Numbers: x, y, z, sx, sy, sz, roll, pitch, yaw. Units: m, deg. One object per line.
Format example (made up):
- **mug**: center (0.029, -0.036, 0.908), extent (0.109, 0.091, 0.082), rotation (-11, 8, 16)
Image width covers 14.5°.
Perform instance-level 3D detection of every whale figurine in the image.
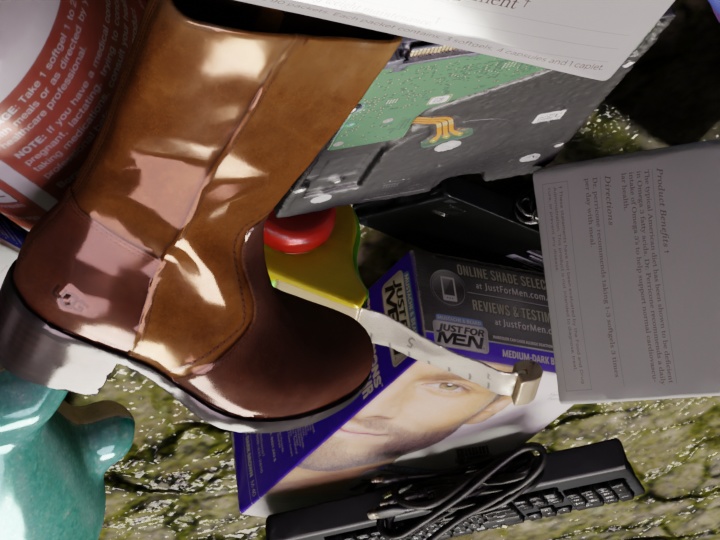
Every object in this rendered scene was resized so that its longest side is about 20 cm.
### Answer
- **whale figurine**: center (-0.185, 0.109, 1.434), extent (0.158, 0.104, 0.200), rotation (-11, 156, -19)

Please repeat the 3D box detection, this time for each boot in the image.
- **boot**: center (-0.039, -0.031, 1.176), extent (0.187, 0.069, 0.200), rotation (15, 125, -26)

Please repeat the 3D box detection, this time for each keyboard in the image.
- **keyboard**: center (0.098, -0.022, 1.434), extent (0.199, 0.040, 0.104), rotation (20, 158, -40)
- **keyboard**: center (0.046, 0.134, 1.481), extent (0.199, 0.040, 0.104), rotation (-14, 155, 11)

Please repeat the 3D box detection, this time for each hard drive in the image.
- **hard drive**: center (0.042, -0.081, 1.253), extent (0.139, 0.038, 0.200), rotation (-11, 166, -16)

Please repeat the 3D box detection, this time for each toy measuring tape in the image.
- **toy measuring tape**: center (0.000, 0.000, 1.358), extent (0.199, 0.074, 0.074), rotation (21, 143, 5)

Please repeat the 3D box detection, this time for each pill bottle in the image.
- **pill bottle**: center (-0.146, -0.089, 1.182), extent (0.112, 0.113, 0.200), rotation (-27, 143, 21)

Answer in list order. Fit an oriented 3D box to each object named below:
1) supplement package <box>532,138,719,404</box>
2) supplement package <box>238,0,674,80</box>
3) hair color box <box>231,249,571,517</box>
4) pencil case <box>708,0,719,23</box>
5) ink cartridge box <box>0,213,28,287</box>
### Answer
- **supplement package**: center (0.194, -0.005, 1.311), extent (0.117, 0.118, 0.199), rotation (-6, 180, -42)
- **supplement package**: center (0.052, -0.200, 1.054), extent (0.190, 0.148, 0.200), rotation (8, 141, -27)
- **hair color box**: center (0.026, 0.068, 1.480), extent (0.109, 0.065, 0.200), rotation (10, 146, -28)
- **pencil case**: center (0.175, -0.146, 1.229), extent (0.086, 0.078, 0.200), rotation (-17, 146, 19)
- **ink cartridge box**: center (-0.181, -0.029, 1.236), extent (0.037, 0.095, 0.200), rotation (-43, 151, 5)
